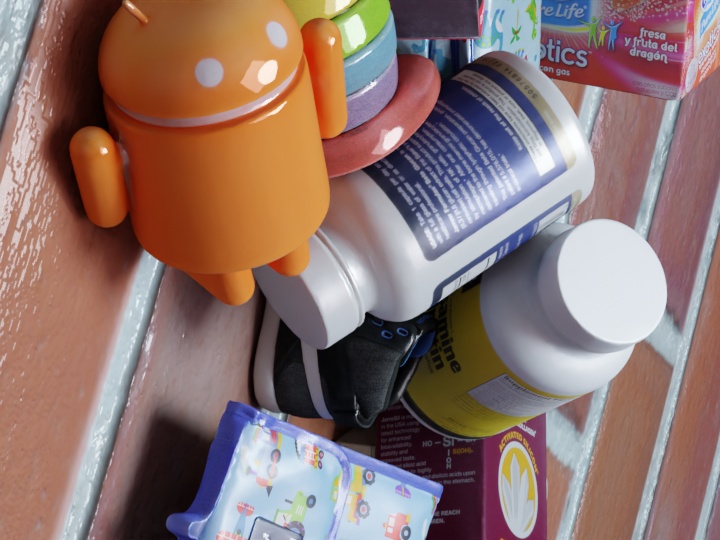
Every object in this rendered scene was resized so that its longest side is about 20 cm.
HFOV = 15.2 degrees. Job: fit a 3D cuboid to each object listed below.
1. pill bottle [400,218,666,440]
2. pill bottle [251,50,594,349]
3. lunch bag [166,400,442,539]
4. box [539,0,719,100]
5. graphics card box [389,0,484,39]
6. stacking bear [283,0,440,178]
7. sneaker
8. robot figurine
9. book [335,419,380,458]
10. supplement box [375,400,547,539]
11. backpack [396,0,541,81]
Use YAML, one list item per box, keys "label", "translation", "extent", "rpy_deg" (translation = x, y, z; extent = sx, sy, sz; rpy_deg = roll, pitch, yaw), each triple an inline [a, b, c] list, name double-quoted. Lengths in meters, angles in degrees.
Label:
- label: "pill bottle"
  translation: [0.107, 0.034, 1.716]
  extent: [0.200, 0.112, 0.112]
  rpy_deg: [-32, -150, 57]
- label: "pill bottle"
  translation: [0.034, -0.039, 1.626]
  extent: [0.200, 0.111, 0.111]
  rpy_deg: [-34, 137, -19]
- label: "lunch bag"
  translation: [-0.056, 0.170, 1.635]
  extent: [0.200, 0.094, 0.151]
  rpy_deg: [28, 77, -53]
- label: "box"
  translation: [0.147, -0.189, 1.856]
  extent: [0.100, 0.200, 0.096]
  rpy_deg: [-37, 135, -58]
- label: "graphics card box"
  translation: [0.009, -0.234, 1.605]
  extent: [0.051, 0.125, 0.200]
  rpy_deg: [-77, 166, -60]
- label: "stacking bear"
  translation: [-0.040, -0.164, 1.557]
  extent: [0.114, 0.121, 0.200]
  rpy_deg: [-78, 154, -56]
- label: "sneaker"
  translation: [0.000, 0.000, 1.704]
  extent: [0.073, 0.112, 0.200]
  rpy_deg: [-21, 118, -64]
- label: "robot figurine"
  translation: [-0.082, -0.078, 1.478]
  extent: [0.117, 0.144, 0.200]
  rpy_deg: [-83, 167, -53]
- label: "book"
  translation: [0.023, 0.195, 1.934]
  extent: [0.134, 0.048, 0.200]
  rpy_deg: [-36, 128, -61]
- label: "supplement box"
  translation: [0.071, 0.122, 1.862]
  extent: [0.110, 0.086, 0.200]
  rpy_deg: [33, 53, -57]
- label: "backpack"
  translation: [0.052, -0.182, 1.745]
  extent: [0.163, 0.154, 0.200]
  rpy_deg: [-34, 144, -68]
